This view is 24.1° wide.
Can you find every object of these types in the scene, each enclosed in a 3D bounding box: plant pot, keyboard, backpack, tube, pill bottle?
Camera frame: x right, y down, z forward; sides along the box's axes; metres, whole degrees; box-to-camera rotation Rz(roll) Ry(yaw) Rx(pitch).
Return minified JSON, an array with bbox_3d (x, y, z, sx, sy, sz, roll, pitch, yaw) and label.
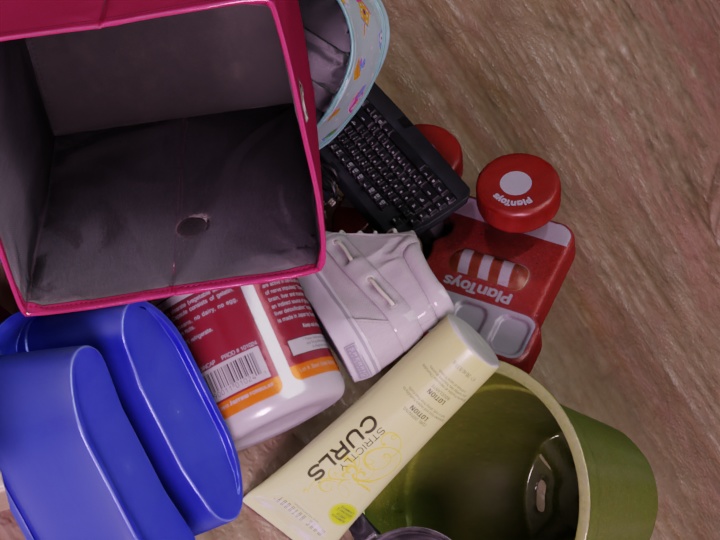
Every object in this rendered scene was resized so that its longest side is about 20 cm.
[{"bbox_3d":[0.127,0.171,1.261,0.189,0.199,0.202,10,58,-54],"label":"plant pot"},{"bbox_3d":[-0.007,-0.094,1.304,0.200,0.104,0.040,50,-5,40],"label":"keyboard"},{"bbox_3d":[-0.080,-0.176,1.243,0.200,0.176,0.153,42,18,15],"label":"backpack"},{"bbox_3d":[0.012,0.117,1.171,0.058,0.200,0.052,51,15,22],"label":"tube"},{"bbox_3d":[-0.098,0.018,1.175,0.112,0.113,0.201,-14,75,-46],"label":"pill bottle"}]

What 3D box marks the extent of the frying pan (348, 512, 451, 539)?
[{"bbox_3d":[0.008,0.222,1.195,0.115,0.189,0.031,-58,143,-2],"label":"frying pan"}]

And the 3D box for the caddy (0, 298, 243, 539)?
[{"bbox_3d":[-0.164,0.114,1.058,0.201,0.104,0.141,66,30,-15],"label":"caddy"}]

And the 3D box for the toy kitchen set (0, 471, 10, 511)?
[{"bbox_3d":[-0.276,0.131,0.838,0.198,0.181,0.164,-15,73,-13],"label":"toy kitchen set"}]

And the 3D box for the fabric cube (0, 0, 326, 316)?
[{"bbox_3d":[-0.131,-0.119,1.043,0.200,0.198,0.197,-94,175,-52],"label":"fabric cube"}]

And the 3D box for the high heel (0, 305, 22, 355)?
[{"bbox_3d":[-0.255,0.094,1.017,0.095,0.067,0.201,22,38,-19],"label":"high heel"}]

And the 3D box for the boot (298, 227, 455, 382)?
[{"bbox_3d":[0.000,0.000,1.233,0.200,0.095,0.074,54,-8,50],"label":"boot"}]

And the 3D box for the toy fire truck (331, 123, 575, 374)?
[{"bbox_3d":[0.065,-0.009,1.317,0.198,0.113,0.169,18,54,18],"label":"toy fire truck"}]
